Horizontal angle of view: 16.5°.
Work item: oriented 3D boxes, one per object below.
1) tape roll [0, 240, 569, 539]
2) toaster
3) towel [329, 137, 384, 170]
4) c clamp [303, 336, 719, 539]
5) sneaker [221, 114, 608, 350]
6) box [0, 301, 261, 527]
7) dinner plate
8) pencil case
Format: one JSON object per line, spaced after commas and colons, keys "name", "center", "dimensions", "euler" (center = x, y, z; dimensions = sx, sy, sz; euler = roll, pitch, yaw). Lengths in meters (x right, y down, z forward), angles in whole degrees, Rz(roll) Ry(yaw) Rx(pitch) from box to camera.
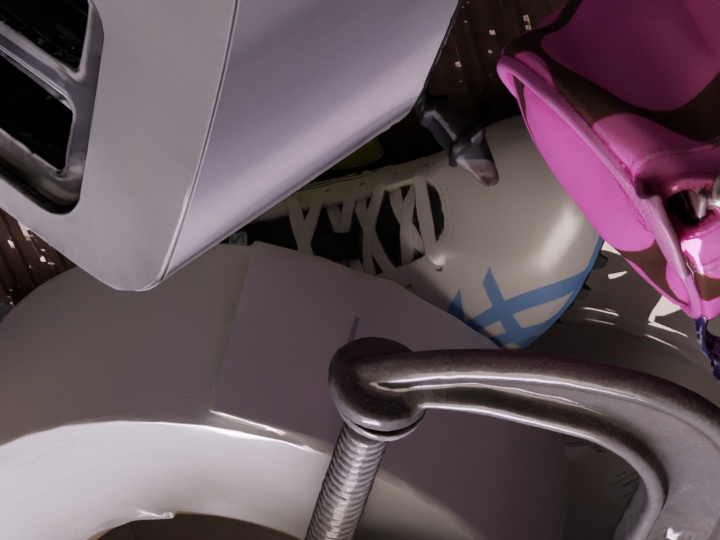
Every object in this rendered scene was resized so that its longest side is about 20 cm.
{"name": "tape roll", "center": [-0.035, 0.082, 0.795], "dimensions": [0.201, 0.071, 0.203], "euler": [9, 140, 7]}
{"name": "toaster", "center": [-0.055, -0.113, 0.576], "dimensions": [0.200, 0.119, 0.181], "euler": [36, 139, 18]}
{"name": "towel", "center": [-0.066, -0.097, 0.746], "dimensions": [0.086, 0.018, 0.200], "euler": [-3, 138, 26]}
{"name": "c clamp", "center": [0.015, 0.077, 0.699], "dimensions": [0.170, 0.027, 0.200], "euler": [19, 141, -6]}
{"name": "sneaker", "center": [0.000, 0.000, 0.787], "dimensions": [0.072, 0.072, 0.199], "euler": [7, 158, -44]}
{"name": "box", "center": [-0.040, 0.087, 0.921], "dimensions": [0.199, 0.040, 0.137], "euler": [13, 146, 17]}
{"name": "dinner plate", "center": [0.078, 0.050, 0.866], "dimensions": [0.199, 0.024, 0.201], "euler": [11, 143, 8]}
{"name": "pencil case", "center": [0.134, -0.069, 0.566], "dimensions": [0.200, 0.094, 0.091], "euler": [-37, 98, 1]}
